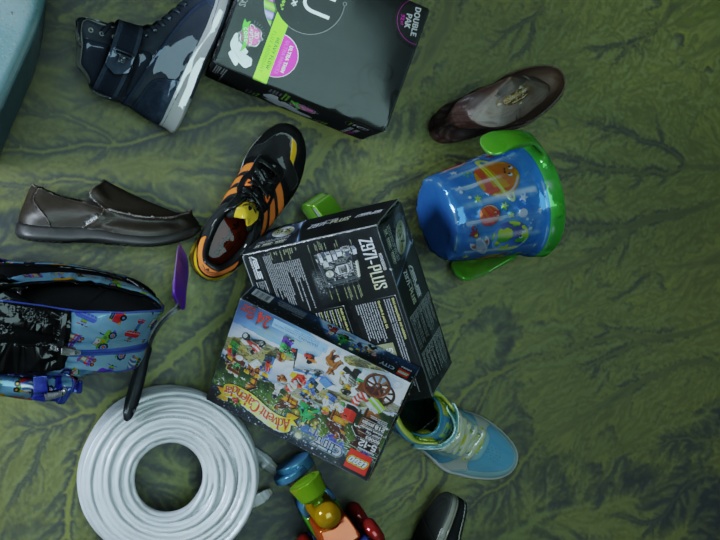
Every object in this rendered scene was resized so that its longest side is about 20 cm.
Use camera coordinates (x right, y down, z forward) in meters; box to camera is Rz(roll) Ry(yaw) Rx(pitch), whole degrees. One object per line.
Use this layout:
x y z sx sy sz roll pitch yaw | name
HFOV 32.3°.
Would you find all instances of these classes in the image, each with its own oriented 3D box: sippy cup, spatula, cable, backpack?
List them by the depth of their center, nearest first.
-0.312 0.061 1.301 0.199 0.182 0.135 5 98 -23 | backpack
-0.220 0.069 1.352 0.020 0.057 0.201 16 71 12 | spatula
-0.210 0.228 1.371 0.200 0.069 0.200 -42 99 -8 | cable
0.139 -0.070 1.393 0.130 0.140 0.179 -14 104 -22 | sippy cup

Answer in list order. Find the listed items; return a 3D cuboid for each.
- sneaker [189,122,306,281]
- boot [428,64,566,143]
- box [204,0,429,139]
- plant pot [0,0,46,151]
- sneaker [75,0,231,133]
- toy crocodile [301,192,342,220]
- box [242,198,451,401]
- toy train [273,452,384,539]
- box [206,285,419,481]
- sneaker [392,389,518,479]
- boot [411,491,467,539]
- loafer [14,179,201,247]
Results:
-0.117 -0.074 1.375 0.070 0.090 0.200 33 85 -10 | sneaker
0.178 -0.194 1.378 0.186 0.200 0.064 -27 92 -11 | boot
-0.050 -0.250 1.369 0.199 0.124 0.149 21 88 -12 | box
-0.415 -0.256 1.269 0.196 0.196 0.201 28 75 -11 | plant pot
-0.228 -0.272 1.356 0.146 0.077 0.203 24 87 -14 | sneaker
0.000 0.000 1.420 0.200 0.062 0.068 52 42 -6 | toy crocodile
-0.012 0.043 1.347 0.163 0.086 0.201 -12 107 24 | box
-0.034 0.268 1.339 0.084 0.200 0.116 -32 100 -9 | toy train
-0.053 0.121 1.323 0.199 0.038 0.137 26 117 8 | box
0.104 0.188 1.405 0.199 0.131 0.080 26 84 -11 | sneaker
0.128 0.367 1.444 0.153 0.073 0.204 16 94 -14 | boot
-0.272 -0.063 1.351 0.199 0.073 0.072 2 92 -12 | loafer
